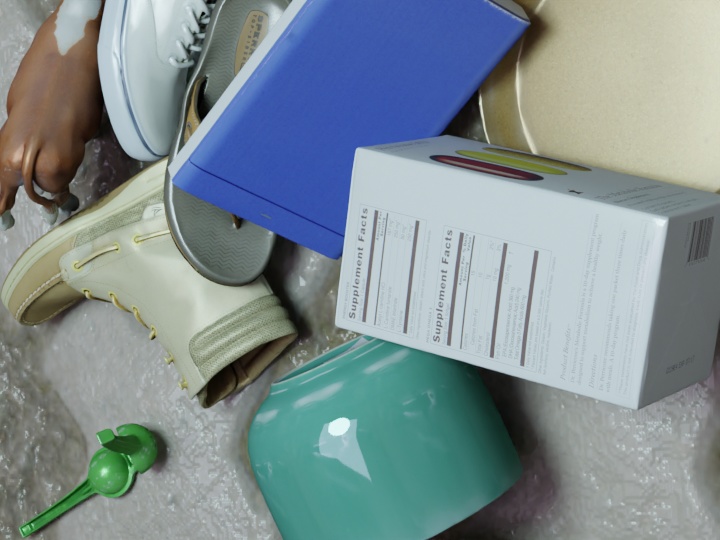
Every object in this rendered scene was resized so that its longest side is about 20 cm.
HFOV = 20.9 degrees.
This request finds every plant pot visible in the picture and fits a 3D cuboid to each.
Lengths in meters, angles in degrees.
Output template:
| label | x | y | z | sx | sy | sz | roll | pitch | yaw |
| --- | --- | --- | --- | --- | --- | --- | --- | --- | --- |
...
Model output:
| label | x | y | z | sx | sy | sz | roll | pitch | yaw |
| --- | --- | --- | --- | --- | --- | --- | --- | --- | --- |
| plant pot | 0.165 | -0.114 | 1.170 | 0.199 | 0.027 | 0.202 | 2 | 94 | 30 |

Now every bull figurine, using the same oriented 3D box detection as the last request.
| label | x | y | z | sx | sy | sz | roll | pitch | yaw |
| --- | --- | --- | --- | --- | --- | --- | --- | --- | --- |
| bull figurine | -0.200 | -0.118 | 1.320 | 0.065 | 0.201 | 0.122 | 18 | 143 | 2 |

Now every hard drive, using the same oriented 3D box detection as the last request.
| label | x | y | z | sx | sy | sz | roll | pitch | yaw |
| --- | --- | --- | --- | --- | --- | --- | --- | --- | --- |
| hard drive | -0.007 | -0.106 | 1.185 | 0.200 | 0.131 | 0.025 | -50 | 36 | 23 |

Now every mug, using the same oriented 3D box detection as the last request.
| label | x | y | z | sx | sy | sz | roll | pitch | yaw |
| --- | --- | --- | --- | --- | --- | --- | --- | --- | --- |
| mug | -0.004 | 0.107 | 1.196 | 0.184 | 0.152 | 0.115 | -23 | 94 | 31 |

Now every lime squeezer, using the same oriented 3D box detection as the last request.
| label | x | y | z | sx | sy | sz | roll | pitch | yaw |
| --- | --- | --- | --- | --- | --- | --- | --- | --- | --- |
| lime squeezer | -0.179 | 0.142 | 1.359 | 0.038 | 0.071 | 0.200 | 48 | 144 | 2 |

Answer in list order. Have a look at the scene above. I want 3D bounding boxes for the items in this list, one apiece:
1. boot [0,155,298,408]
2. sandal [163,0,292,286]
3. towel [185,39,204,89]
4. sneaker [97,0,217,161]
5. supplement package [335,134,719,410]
| label | x | y | z | sx | sy | sz | roll | pitch | yaw |
| --- | --- | --- | --- | --- | --- | --- | --- | --- | --- |
| boot | -0.145 | 0.028 | 1.329 | 0.199 | 0.073 | 0.156 | -32 | 78 | 22 |
| sandal | -0.076 | -0.090 | 1.247 | 0.081 | 0.055 | 0.202 | 13 | 94 | -8 |
| towel | -0.058 | -0.188 | 1.291 | 0.199 | 0.031 | 0.150 | 6 | 95 | 29 |
| sneaker | -0.124 | -0.171 | 1.280 | 0.070 | 0.073 | 0.202 | 6 | 98 | 30 |
| supplement package | 0.100 | -0.005 | 1.132 | 0.199 | 0.114 | 0.110 | 14 | 105 | 29 |
